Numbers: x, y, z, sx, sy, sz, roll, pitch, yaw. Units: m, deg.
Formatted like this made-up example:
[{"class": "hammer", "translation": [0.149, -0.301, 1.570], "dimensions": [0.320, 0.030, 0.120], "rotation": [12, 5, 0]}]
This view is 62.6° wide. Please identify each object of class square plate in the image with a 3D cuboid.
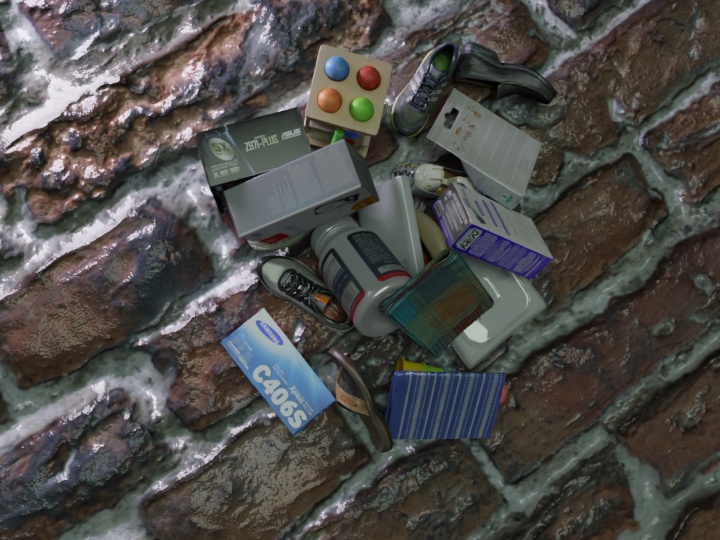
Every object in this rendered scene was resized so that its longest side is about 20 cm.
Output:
[{"class": "square plate", "translation": [0.219, 0.043, 1.090], "dimensions": [0.198, 0.028, 0.201], "rotation": [-36, 91, -10]}]

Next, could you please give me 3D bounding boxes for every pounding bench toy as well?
[{"class": "pounding bench toy", "translation": [-0.035, -0.251, 1.016], "dimensions": [0.123, 0.156, 0.202], "rotation": [13, 83, -7]}]

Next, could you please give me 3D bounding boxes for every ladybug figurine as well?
[{"class": "ladybug figurine", "translation": [0.111, -0.025, 1.031], "dimensions": [0.072, 0.136, 0.201], "rotation": [-6, 59, -37]}]

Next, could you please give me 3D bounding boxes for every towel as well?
[{"class": "towel", "translation": [0.143, 0.233, 1.028], "dimensions": [0.198, 0.024, 0.146], "rotation": [3, 117, -10]}, {"class": "towel", "translation": [0.131, 0.057, 0.950], "dimensions": [0.146, 0.200, 0.022], "rotation": [-42, 49, 5]}]

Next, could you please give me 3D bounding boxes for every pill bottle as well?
[{"class": "pill bottle", "translation": [0.000, 0.000, 0.978], "dimensions": [0.119, 0.120, 0.200], "rotation": [-28, 52, -10]}]

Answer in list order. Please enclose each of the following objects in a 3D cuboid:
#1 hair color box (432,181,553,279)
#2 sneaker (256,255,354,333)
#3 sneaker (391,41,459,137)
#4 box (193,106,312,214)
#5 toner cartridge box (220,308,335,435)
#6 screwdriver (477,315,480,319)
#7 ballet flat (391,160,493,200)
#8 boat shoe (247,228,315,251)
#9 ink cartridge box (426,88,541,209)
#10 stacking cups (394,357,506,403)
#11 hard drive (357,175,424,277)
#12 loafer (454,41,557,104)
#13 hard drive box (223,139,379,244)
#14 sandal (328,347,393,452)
[{"class": "hair color box", "translation": [0.229, -0.067, 1.026], "dimensions": [0.199, 0.065, 0.110], "rotation": [20, 37, -31]}, {"class": "sneaker", "translation": [-0.088, 0.035, 1.018], "dimensions": [0.199, 0.079, 0.074], "rotation": [33, 82, -3]}, {"class": "sneaker", "translation": [0.119, -0.338, 1.086], "dimensions": [0.073, 0.081, 0.201], "rotation": [27, 81, -5]}, {"class": "box", "translation": [-0.170, -0.173, 0.964], "dimensions": [0.162, 0.200, 0.087], "rotation": [-17, 87, -10]}, {"class": "toner cartridge box", "translation": [-0.140, 0.172, 1.013], "dimensions": [0.095, 0.043, 0.200], "rotation": [-39, 91, -12]}, {"class": "screwdriver", "translation": [0.167, 0.000, 1.061], "dimensions": [0.029, 0.028, 0.201], "rotation": [-20, 70, -36]}, {"class": "ballet flat", "translation": [0.157, -0.163, 1.081], "dimensions": [0.199, 0.072, 0.073], "rotation": [14, 82, -7]}, {"class": "boat shoe", "translation": [-0.106, -0.091, 1.037], "dimensions": [0.199, 0.062, 0.075], "rotation": [-30, 84, 5]}, {"class": "ink cartridge box", "translation": [0.222, -0.223, 1.079], "dimensions": [0.199, 0.050, 0.161], "rotation": [30, 54, -1]}, {"class": "stacking cups", "translation": [0.161, 0.197, 1.053], "dimensions": [0.198, 0.060, 0.061], "rotation": [9, 83, -11]}, {"class": "hard drive", "translation": [0.052, -0.047, 1.024], "dimensions": [0.027, 0.132, 0.202], "rotation": [-7, 85, -37]}, {"class": "loafer", "translation": [0.272, -0.355, 1.123], "dimensions": [0.199, 0.073, 0.073], "rotation": [25, 90, 4]}, {"class": "hard drive box", "translation": [-0.085, -0.116, 0.922], "dimensions": [0.199, 0.156, 0.077], "rotation": [-21, 85, 12]}, {"class": "sandal", "translation": [-0.010, 0.226, 1.012], "dimensions": [0.054, 0.082, 0.201], "rotation": [-26, 96, -19]}]
